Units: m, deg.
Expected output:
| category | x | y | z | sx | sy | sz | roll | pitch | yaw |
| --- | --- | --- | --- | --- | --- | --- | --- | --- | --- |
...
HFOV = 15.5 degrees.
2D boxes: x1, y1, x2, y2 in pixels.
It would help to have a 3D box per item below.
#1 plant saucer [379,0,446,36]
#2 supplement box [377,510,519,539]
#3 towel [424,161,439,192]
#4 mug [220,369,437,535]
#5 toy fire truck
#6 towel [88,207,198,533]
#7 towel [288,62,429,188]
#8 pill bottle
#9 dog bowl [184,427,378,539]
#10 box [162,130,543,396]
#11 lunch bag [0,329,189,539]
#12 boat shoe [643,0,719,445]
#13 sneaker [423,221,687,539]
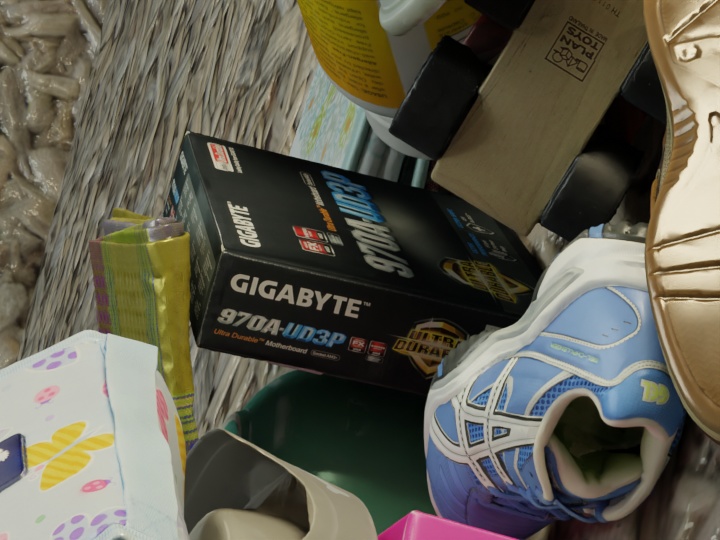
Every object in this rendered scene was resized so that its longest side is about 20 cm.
| category | x | y | z | sx | sy | sz | roll | pitch | yaw |
| --- | --- | --- | --- | --- | --- | --- | --- | --- | --- |
| plant saucer | 0.050 | -0.185 | 1.012 | 0.200 | 0.050 | 0.200 | -55 | 10 | 15 |
| supplement box | 0.024 | 0.169 | 0.981 | 0.200 | 0.103 | 0.101 | 133 | 151 | -65 |
| towel | 0.008 | -0.021 | 1.462 | 0.146 | 0.030 | 0.200 | 134 | 150 | -63 |
| mug | -0.021 | 0.129 | 1.190 | 0.185 | 0.114 | 0.152 | 123 | 160 | -50 |
| toy fire truck | 0.094 | -0.131 | 1.089 | 0.176 | 0.129 | 0.200 | -60 | -3 | 28 |
| towel | -0.081 | 0.072 | 1.096 | 0.144 | 0.023 | 0.200 | 180 | 83 | -73 |
| towel | -0.002 | -0.057 | 1.410 | 0.171 | 0.048 | 0.200 | 176 | 113 | -77 |
| pill bottle | 0.024 | -0.140 | 1.223 | 0.200 | 0.113 | 0.113 | 69 | -154 | -56 |
| dog bowl | -0.048 | 0.159 | 0.943 | 0.200 | 0.059 | 0.200 | -164 | 90 | -76 |
| box | 0.000 | 0.000 | 1.167 | 0.200 | 0.159 | 0.046 | -114 | 39 | -71 |
| lunch bag | -0.118 | 0.130 | 0.877 | 0.200 | 0.127 | 0.170 | -63 | 19 | 19 |
| boat shoe | 0.130 | -0.017 | 0.885 | 0.072 | 0.072 | 0.200 | 73 | -169 | -52 |
| sneaker | 0.070 | 0.061 | 0.983 | 0.200 | 0.076 | 0.077 | 118 | 163 | -55 |
